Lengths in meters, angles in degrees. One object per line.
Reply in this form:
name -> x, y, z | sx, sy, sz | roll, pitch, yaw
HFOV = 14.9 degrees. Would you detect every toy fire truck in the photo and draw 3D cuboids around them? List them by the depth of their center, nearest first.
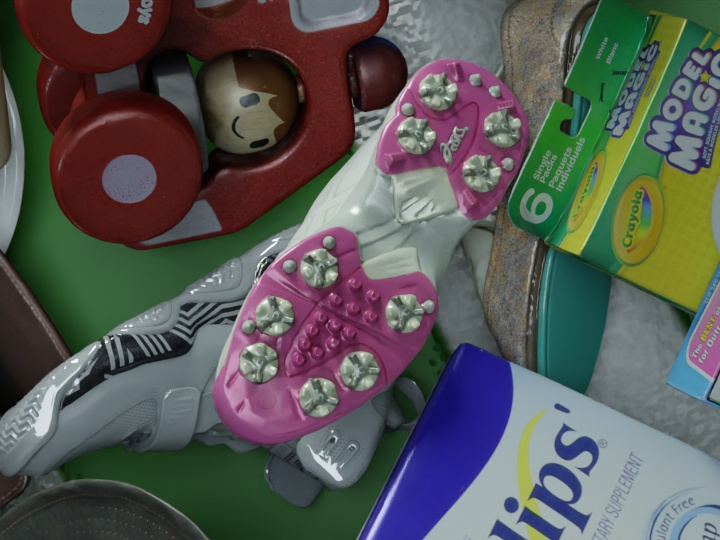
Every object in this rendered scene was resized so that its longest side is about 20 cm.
toy fire truck -> -0.065, -0.109, 1.228 | 0.167, 0.112, 0.201 | -11, 118, -5

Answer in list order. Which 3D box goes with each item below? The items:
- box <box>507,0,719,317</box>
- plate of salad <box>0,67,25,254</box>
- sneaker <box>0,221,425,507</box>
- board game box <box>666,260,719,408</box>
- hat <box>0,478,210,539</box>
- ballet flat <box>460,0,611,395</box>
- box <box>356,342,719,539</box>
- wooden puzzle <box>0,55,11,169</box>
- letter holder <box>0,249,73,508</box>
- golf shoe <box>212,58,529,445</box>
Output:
box -> 0.172, -0.033, 1.219 | 0.199, 0.048, 0.118 | 24, 91, -18
plate of salad -> -0.254, -0.055, 1.301 | 0.199, 0.048, 0.201 | 1, 100, 7
sneaker -> -0.063, 0.066, 1.239 | 0.200, 0.075, 0.115 | -31, 89, -25
board game box -> 0.242, -0.010, 1.199 | 0.153, 0.040, 0.201 | 24, 91, -20
hat -> -0.095, 0.180, 1.162 | 0.200, 0.081, 0.202 | 3, 96, 31
ballet flat -> 0.081, -0.031, 1.258 | 0.067, 0.068, 0.201 | 13, 99, 36
box -> 0.088, 0.164, 1.193 | 0.199, 0.105, 0.184 | 24, 59, 6
wooden puzzle -> -0.242, -0.105, 1.164 | 0.046, 0.200, 0.186 | 22, 126, 41
letter holder -> -0.231, 0.035, 1.239 | 0.142, 0.101, 0.200 | -36, 97, 14
golf shoe -> 0.000, 0.000, 1.205 | 0.075, 0.092, 0.200 | 40, 68, -6
